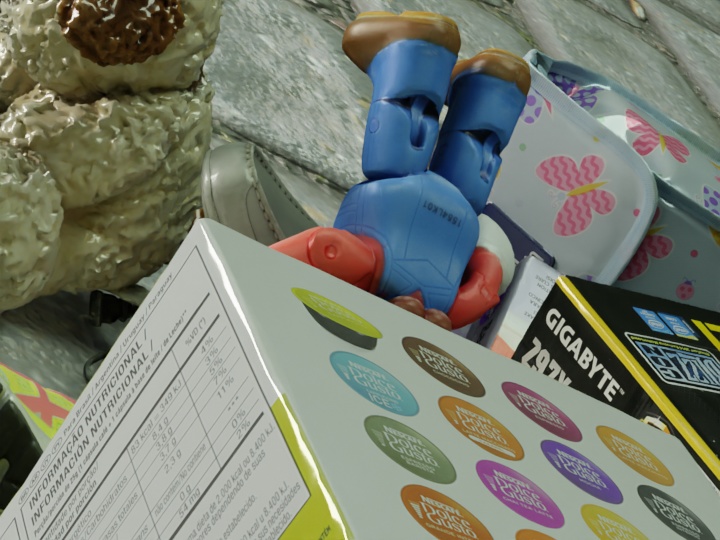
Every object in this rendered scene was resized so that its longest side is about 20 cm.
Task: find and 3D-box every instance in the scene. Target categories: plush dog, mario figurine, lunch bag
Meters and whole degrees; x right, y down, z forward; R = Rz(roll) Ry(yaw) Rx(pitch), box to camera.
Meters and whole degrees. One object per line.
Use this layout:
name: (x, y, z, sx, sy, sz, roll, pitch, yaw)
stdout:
plush dog: (-0.106, -0.087, 1.250, 0.159, 0.173, 0.200, 9, 26, -16)
mario figurine: (0.000, 0.000, 1.190, 0.123, 0.201, 0.106, 15, -18, 2)
lunch bag: (0.114, 0.007, 1.472, 0.199, 0.170, 0.127, 33, 20, -15)

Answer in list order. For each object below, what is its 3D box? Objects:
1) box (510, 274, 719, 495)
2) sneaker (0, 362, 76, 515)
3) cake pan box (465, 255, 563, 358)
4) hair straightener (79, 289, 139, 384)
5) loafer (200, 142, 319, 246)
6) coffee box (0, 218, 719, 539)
box: (0.175, 0.080, 1.157, 0.199, 0.050, 0.160, 13, 25, -38)
sneaker: (-0.126, 0.071, 1.039, 0.200, 0.078, 0.090, 37, 8, -14)
cake pan box: (0.110, 0.119, 1.220, 0.199, 0.052, 0.185, 35, 53, -7)
hair straightener: (-0.086, 0.039, 1.261, 0.076, 0.041, 0.200, 15, 25, -2)
loafer: (-0.004, 0.020, 1.258, 0.200, 0.069, 0.070, 57, 18, -33)
coffee box: (0.002, 0.143, 0.856, 0.199, 0.201, 0.198, 25, 19, -29)
